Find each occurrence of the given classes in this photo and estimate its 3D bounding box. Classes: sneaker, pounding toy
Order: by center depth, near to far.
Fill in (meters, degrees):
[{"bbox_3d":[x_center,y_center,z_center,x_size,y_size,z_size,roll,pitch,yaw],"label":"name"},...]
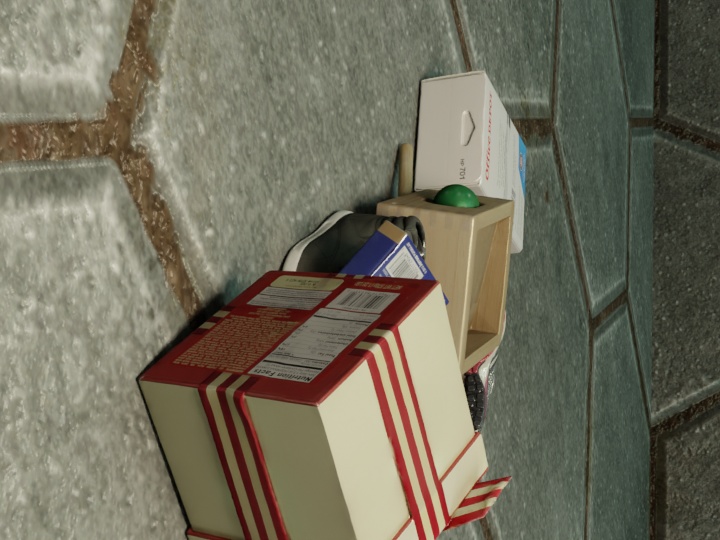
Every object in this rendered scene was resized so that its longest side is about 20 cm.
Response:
[{"bbox_3d":[0.000,0.000,1.036,0.200,0.098,0.071,-54,138,-56],"label":"sneaker"},{"bbox_3d":[0.070,-0.019,1.208,0.184,0.141,0.202,-22,119,-67],"label":"pounding toy"},{"bbox_3d":[0.118,0.113,1.365,0.075,0.080,0.201,76,28,-63],"label":"sneaker"}]

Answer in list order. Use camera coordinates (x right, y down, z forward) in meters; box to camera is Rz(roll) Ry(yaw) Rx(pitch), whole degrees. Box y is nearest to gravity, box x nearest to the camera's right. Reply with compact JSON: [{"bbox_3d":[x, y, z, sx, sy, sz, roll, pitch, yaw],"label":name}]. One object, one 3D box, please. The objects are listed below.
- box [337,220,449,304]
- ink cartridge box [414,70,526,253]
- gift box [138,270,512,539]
[{"bbox_3d":[-0.015,0.066,0.988,0.200,0.032,0.121,-49,145,-10],"label":"box"},{"bbox_3d":[0.136,-0.123,1.413,0.200,0.085,0.148,43,47,-59],"label":"ink cartridge box"},{"bbox_3d":[-0.013,0.115,0.835,0.200,0.183,0.188,-36,122,-42],"label":"gift box"}]
